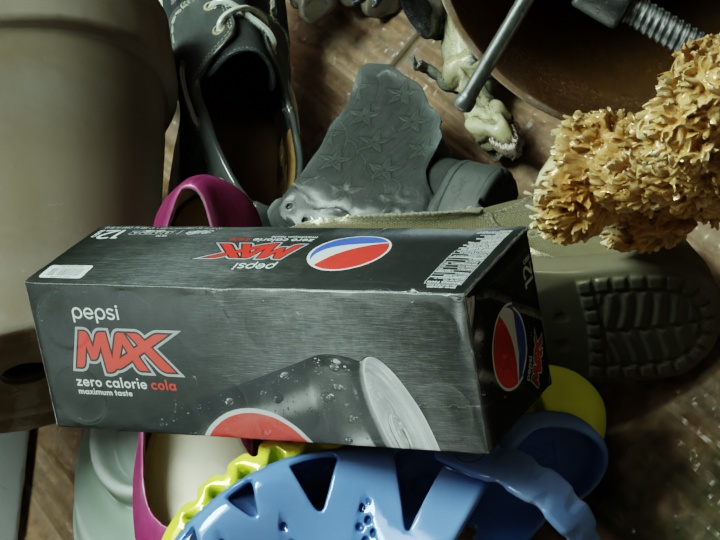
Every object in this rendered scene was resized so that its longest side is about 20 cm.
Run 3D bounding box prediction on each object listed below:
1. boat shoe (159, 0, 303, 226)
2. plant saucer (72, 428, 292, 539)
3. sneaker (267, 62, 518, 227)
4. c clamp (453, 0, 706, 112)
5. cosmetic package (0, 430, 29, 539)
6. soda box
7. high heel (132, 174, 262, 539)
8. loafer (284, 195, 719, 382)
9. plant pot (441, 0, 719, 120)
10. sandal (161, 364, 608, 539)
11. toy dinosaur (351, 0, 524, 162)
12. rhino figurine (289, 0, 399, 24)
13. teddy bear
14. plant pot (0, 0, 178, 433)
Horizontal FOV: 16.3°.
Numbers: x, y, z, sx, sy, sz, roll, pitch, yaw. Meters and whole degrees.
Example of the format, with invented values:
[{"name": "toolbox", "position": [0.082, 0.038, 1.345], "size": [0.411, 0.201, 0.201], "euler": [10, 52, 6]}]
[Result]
[{"name": "boat shoe", "position": [-0.060, -0.107, 1.251], "size": [0.068, 0.072, 0.201], "euler": [141, 130, -61]}, {"name": "plant saucer", "position": [-0.073, 0.069, 1.179], "size": [0.200, 0.050, 0.201], "euler": [-27, 43, 29]}, {"name": "sneaker", "position": [-0.001, -0.002, 1.130], "size": [0.104, 0.060, 0.200], "euler": [18, 63, 28]}, {"name": "c clamp", "position": [0.161, -0.100, 0.996], "size": [0.027, 0.200, 0.171], "euler": [-57, -8, -69]}, {"name": "cosmetic package", "position": [-0.283, 0.075, 1.293], "size": [0.167, 0.166, 0.200], "euler": [-28, 43, 29]}, {"name": "soda box", "position": [-0.030, 0.025, 0.988], "size": [0.199, 0.071, 0.063], "euler": [1, 23, 29]}, {"name": "high heel", "position": [-0.071, 0.061, 1.076], "size": [0.067, 0.096, 0.201], "euler": [9, 81, 14]}, {"name": "loafer", "position": [0.049, 0.010, 1.044], "size": [0.199, 0.076, 0.067], "euler": [4, 28, 6]}, {"name": "plant pot", "position": [0.128, -0.186, 1.089], "size": [0.187, 0.187, 0.200], "euler": [-33, 22, 22]}, {"name": "sandal", "position": [0.014, 0.104, 0.986], "size": [0.200, 0.080, 0.087], "euler": [-22, 39, -3]}, {"name": "toy dinosaur", "position": [0.042, -0.137, 1.193], "size": [0.047, 0.088, 0.200], "euler": [-25, 45, 31]}, {"name": "rhino figurine", "position": [0.026, -0.216, 1.293], "size": [0.200, 0.060, 0.087], "euler": [-50, 37, 8]}, {"name": "teddy bear", "position": [0.154, -0.053, 0.926], "size": [0.200, 0.145, 0.067], "euler": [-23, 65, 19]}, {"name": "plant pot", "position": [-0.170, -0.026, 1.177], "size": [0.200, 0.200, 0.174], "euler": [-29, 62, 27]}]
